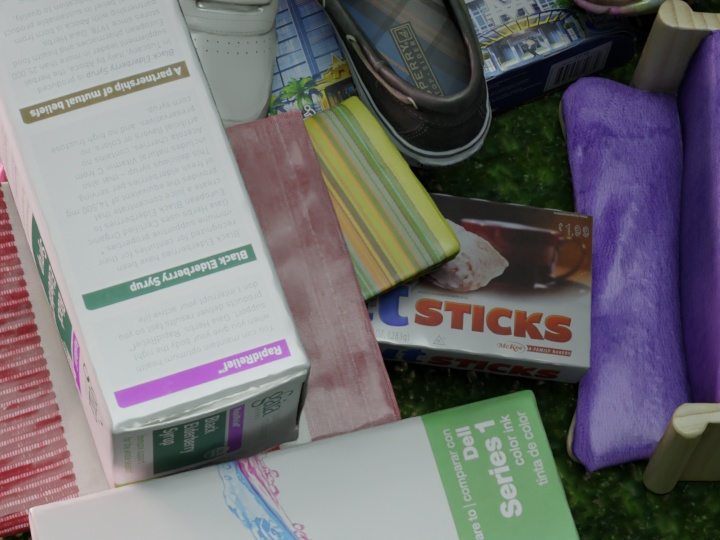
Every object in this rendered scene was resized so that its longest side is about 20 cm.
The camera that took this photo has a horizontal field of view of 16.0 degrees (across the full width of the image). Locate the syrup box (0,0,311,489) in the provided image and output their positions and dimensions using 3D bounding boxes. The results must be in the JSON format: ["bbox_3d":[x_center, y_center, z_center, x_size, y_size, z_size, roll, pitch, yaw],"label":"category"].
[{"bbox_3d":[-0.088,-0.025,0.980,0.081,0.079,0.200,-16,71,-10],"label":"syrup box"}]

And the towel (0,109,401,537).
[{"bbox_3d":[-0.098,0.024,1.014,0.200,0.023,0.144,-14,69,-9],"label":"towel"}]

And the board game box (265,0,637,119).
[{"bbox_3d":[-0.003,-0.155,1.174,0.200,0.062,0.200,-22,71,-13],"label":"board game box"}]

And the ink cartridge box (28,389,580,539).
[{"bbox_3d":[-0.024,0.129,1.003,0.200,0.145,0.084,-13,68,-9],"label":"ink cartridge box"}]

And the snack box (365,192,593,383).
[{"bbox_3d":[0.000,0.000,1.086,0.200,0.024,0.072,7,68,-10],"label":"snack box"}]

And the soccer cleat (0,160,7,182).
[{"bbox_3d":[-0.134,-0.062,1.119,0.070,0.086,0.200,41,54,-34],"label":"soccer cleat"}]

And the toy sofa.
[{"bbox_3d":[0.141,-0.010,1.107,0.098,0.083,0.200,3,68,-4],"label":"toy sofa"}]

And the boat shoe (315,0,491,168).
[{"bbox_3d":[0.003,-0.137,1.102,0.069,0.057,0.200,-24,70,-13],"label":"boat shoe"}]

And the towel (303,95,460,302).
[{"bbox_3d":[-0.064,0.004,1.047,0.200,0.018,0.086,-27,69,-16],"label":"towel"}]

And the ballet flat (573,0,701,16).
[{"bbox_3d":[0.153,-0.170,1.183,0.069,0.071,0.200,17,56,19],"label":"ballet flat"}]

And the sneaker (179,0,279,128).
[{"bbox_3d":[-0.066,-0.149,1.067,0.075,0.100,0.200,-2,82,-27],"label":"sneaker"}]
